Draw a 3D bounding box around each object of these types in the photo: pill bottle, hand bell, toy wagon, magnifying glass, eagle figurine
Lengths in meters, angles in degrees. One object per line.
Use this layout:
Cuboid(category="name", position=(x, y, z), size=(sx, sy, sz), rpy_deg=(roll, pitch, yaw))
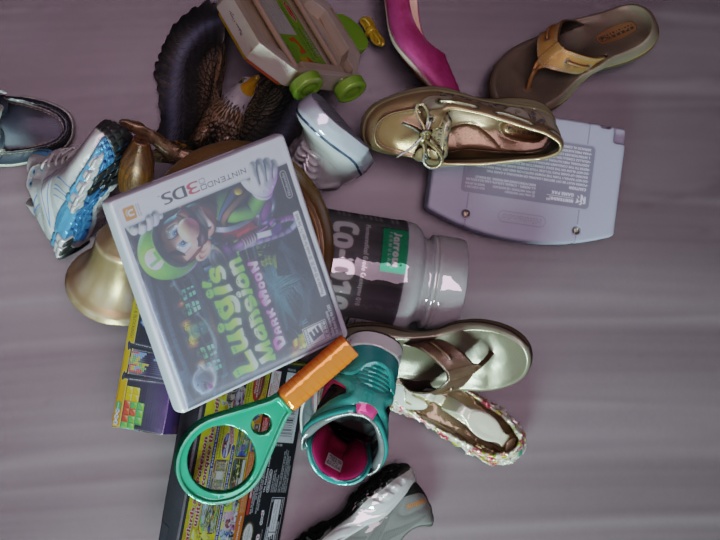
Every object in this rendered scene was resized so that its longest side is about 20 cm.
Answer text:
Cuboid(category="pill bottle", position=(0.000, 0.000, 1.582), size=(0.200, 0.113, 0.113), rpy_deg=(8, 87, -7))
Cuboid(category="hand bell", position=(-0.218, -0.050, 1.501), size=(0.104, 0.200, 0.104), rpy_deg=(8, 47, -9))
Cuboid(category="toy wagon", position=(-0.052, -0.232, 1.568), size=(0.040, 0.200, 0.155), rpy_deg=(-42, 68, 31))
Cuboid(category="magnifying glass", position=(-0.084, 0.133, 1.450), size=(0.200, 0.022, 0.080), rpy_deg=(-42, 104, -5))
Cuboid(category="eagle figurine", position=(-0.133, -0.156, 1.570), size=(0.151, 0.200, 0.152), rpy_deg=(-13, 125, 23))

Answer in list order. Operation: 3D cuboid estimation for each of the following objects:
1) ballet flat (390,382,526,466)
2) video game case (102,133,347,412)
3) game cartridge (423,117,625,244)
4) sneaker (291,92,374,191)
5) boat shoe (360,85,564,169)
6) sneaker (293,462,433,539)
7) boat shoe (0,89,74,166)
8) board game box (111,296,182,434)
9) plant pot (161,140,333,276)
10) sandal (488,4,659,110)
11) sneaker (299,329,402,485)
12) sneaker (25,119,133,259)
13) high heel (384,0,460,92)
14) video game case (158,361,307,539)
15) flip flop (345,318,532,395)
Cuboid(category="ballet flat", position=(0.086, 0.131, 1.614), size=(0.200, 0.064, 0.076), rpy_deg=(28, 84, -5))
Cuboid(category="video game case", position=(-0.117, 0.001, 1.426), size=(0.182, 0.023, 0.200), rpy_deg=(-24, 104, -27))
Cuboid(category="game cartridge", position=(0.168, -0.095, 1.645), size=(0.200, 0.040, 0.134), rpy_deg=(9, 84, -7))
Cuboid(category="sneaker", position=(-0.034, -0.113, 1.541), size=(0.071, 0.200, 0.073), rpy_deg=(-42, 75, 1))
Cuboid(category="boat shoe", position=(0.101, -0.139, 1.579), size=(0.200, 0.063, 0.073), rpy_deg=(-3, 117, -7))
Cuboid(category="sneaker", position=(-0.012, 0.280, 1.594), size=(0.200, 0.074, 0.079), rpy_deg=(-37, 98, -7))
Cuboid(category="boat shoe", position=(-0.382, -0.145, 1.562), size=(0.200, 0.062, 0.075), rpy_deg=(6, 86, -8))
Cuboid(category="board game box", position=(-0.166, 0.056, 1.530), size=(0.057, 0.165, 0.200), rpy_deg=(9, 88, 14))
Cuboid(category="plant pot", position=(-0.107, -0.019, 1.459), size=(0.200, 0.027, 0.200), rpy_deg=(-1, 92, -30))
Cuboid(category="sandal", position=(0.218, -0.225, 1.634), size=(0.200, 0.054, 0.080), rpy_deg=(-27, 69, -9))
Cuboid(category="sneaker", position=(-0.019, 0.156, 1.520), size=(0.083, 0.200, 0.121), rpy_deg=(20, 52, -6))
Cuboid(category="sneaker", position=(-0.280, -0.091, 1.519), size=(0.087, 0.200, 0.075), rpy_deg=(47, 51, 6))
Cuboid(category="high heel", position=(0.064, -0.266, 1.619), size=(0.096, 0.067, 0.200), rpy_deg=(-36, 78, 3))
Cuboid(category="video game case", position=(-0.120, 0.179, 1.539), size=(0.025, 0.181, 0.200), rpy_deg=(9, 87, 30))
Cuboid(category="flip flop", position=(0.066, 0.090, 1.542), size=(0.200, 0.058, 0.081), rpy_deg=(3, 121, 1))
